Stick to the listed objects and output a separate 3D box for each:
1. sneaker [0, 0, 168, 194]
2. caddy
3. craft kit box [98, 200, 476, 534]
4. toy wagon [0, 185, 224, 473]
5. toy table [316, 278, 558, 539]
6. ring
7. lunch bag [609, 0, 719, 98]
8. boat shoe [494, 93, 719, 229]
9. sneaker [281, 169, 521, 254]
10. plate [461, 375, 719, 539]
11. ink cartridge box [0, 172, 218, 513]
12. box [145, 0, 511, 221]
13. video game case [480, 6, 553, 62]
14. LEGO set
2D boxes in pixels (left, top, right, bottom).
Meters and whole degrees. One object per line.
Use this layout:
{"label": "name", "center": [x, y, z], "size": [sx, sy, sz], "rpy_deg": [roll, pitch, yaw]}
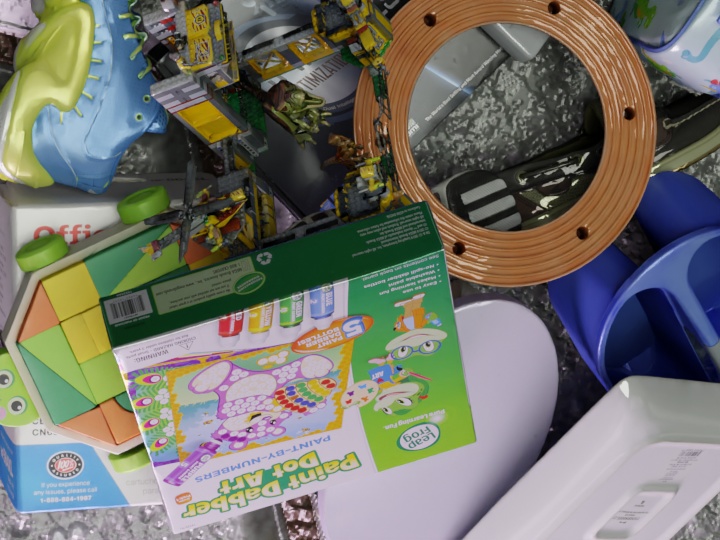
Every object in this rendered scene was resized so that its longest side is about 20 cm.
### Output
{"label": "sneaker", "center": [-0.158, -0.138, 1.680], "size": [0.105, 0.076, 0.200], "rpy_deg": [22, 89, -14]}
{"label": "caddy", "center": [0.212, 0.032, 1.765], "size": [0.141, 0.105, 0.200], "rpy_deg": [-36, 140, -1]}
{"label": "craft kit box", "center": [-0.039, 0.061, 1.604], "size": [0.200, 0.049, 0.198], "rpy_deg": [-17, 144, -4]}
{"label": "toy wagon", "center": [-0.156, 0.048, 1.657], "size": [0.200, 0.040, 0.155], "rpy_deg": [-26, 106, -8]}
{"label": "toy table", "center": [0.040, 0.097, 1.765], "size": [0.184, 0.117, 0.200], "rpy_deg": [42, 90, -19]}
{"label": "ring", "center": [0.090, -0.089, 1.693], "size": [0.200, 0.019, 0.201], "rpy_deg": [1, 88, -15]}
{"label": "lunch bag", "center": [0.248, -0.208, 1.728], "size": [0.082, 0.161, 0.200], "rpy_deg": [30, 93, -16]}
{"label": "boat shoe", "center": [0.169, -0.083, 1.781], "size": [0.201, 0.072, 0.066], "rpy_deg": [-31, 100, -10]}
{"label": "sneaker", "center": [0.000, 0.000, 1.724], "size": [0.200, 0.116, 0.076], "rpy_deg": [-17, 84, -33]}
{"label": "plate", "center": [0.170, 0.147, 1.755], "size": [0.200, 0.032, 0.200], "rpy_deg": [8, 131, -50]}
{"label": "ink cartridge box", "center": [-0.156, 0.044, 1.722], "size": [0.146, 0.084, 0.200], "rpy_deg": [-3, 103, -13]}
{"label": "box", "center": [-0.012, -0.147, 1.738], "size": [0.200, 0.044, 0.160], "rpy_deg": [-43, 108, -2]}
{"label": "video game case", "center": [0.087, -0.265, 1.720], "size": [0.200, 0.024, 0.182], "rpy_deg": [42, 72, -19]}
{"label": "LEGO set", "center": [-0.053, -0.094, 1.601], "size": [0.154, 0.200, 0.116], "rpy_deg": [-12, 152, 24]}
